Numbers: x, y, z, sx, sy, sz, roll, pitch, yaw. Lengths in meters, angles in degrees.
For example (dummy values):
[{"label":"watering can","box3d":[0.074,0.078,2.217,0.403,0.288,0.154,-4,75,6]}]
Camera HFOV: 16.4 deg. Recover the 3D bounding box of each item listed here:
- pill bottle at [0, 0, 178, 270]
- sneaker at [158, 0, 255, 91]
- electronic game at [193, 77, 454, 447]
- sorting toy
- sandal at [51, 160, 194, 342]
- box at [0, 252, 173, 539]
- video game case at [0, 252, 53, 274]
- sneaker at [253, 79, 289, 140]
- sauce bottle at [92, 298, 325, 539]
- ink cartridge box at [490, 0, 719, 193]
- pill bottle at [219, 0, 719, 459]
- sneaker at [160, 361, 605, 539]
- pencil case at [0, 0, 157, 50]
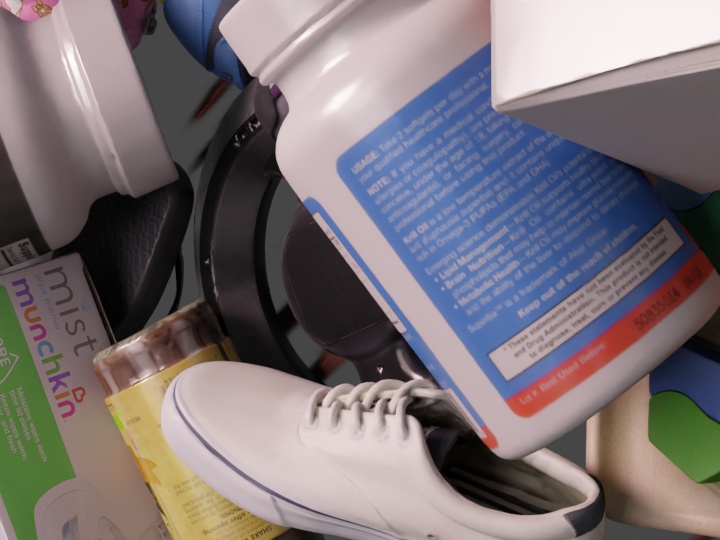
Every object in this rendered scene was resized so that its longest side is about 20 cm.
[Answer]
[{"label":"pill bottle","box3d":[-0.190,-0.051,1.121,0.199,0.116,0.117,-21,74,-2]},{"label":"sneaker","box3d":[-0.016,-0.165,1.108,0.079,0.066,0.200,49,122,16]},{"label":"electronic game","box3d":[0.000,0.000,1.107,0.199,0.041,0.202,10,105,39]},{"label":"sorting toy","box3d":[0.170,0.016,0.965,0.199,0.036,0.187,3,93,41]},{"label":"sandal","box3d":[-0.123,0.022,1.222,0.076,0.043,0.201,54,133,36]},{"label":"box","box3d":[-0.171,0.116,1.184,0.176,0.096,0.201,-24,86,52]},{"label":"video game case","box3d":[-0.231,-0.075,1.318,0.181,0.022,0.201,-24,75,38]},{"label":"sneaker","box3d":[0.049,-0.101,1.017,0.200,0.074,0.088,-39,75,12]},{"label":"sauce bottle","box3d":[-0.052,0.115,1.119,0.064,0.065,0.201,-25,90,38]},{"label":"ink cartridge box","box3d":[0.141,-0.146,0.892,0.144,0.145,0.202,-12,71,39]},{"label":"pill bottle","box3d":[0.038,-0.038,0.951,0.112,0.112,0.200,-36,92,35]},{"label":"sneaker","box3d":[0.013,0.073,1.038,0.199,0.073,0.071,20,131,10]},{"label":"pencil case","box3d":[-0.097,-0.192,1.158,0.200,0.086,0.083,-52,53,29]}]
